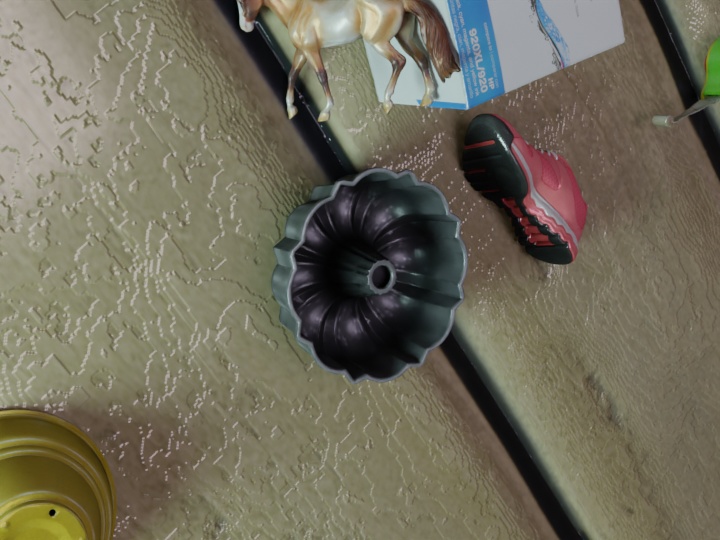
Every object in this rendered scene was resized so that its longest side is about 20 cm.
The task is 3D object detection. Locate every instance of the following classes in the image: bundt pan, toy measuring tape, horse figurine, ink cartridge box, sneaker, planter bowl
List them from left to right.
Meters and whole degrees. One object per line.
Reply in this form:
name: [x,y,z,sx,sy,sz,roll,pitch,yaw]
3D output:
planter bowl: [-0.278,0.221,0.988,0.200,0.083,0.201,-7,103,-32]
horse figurine: [-0.008,-0.200,1.058,0.050,0.199,0.133,-47,132,-62]
bundt pan: [0.000,0.000,1.137,0.201,0.076,0.203,-7,103,-33]
ink cartridge box: [0.118,-0.251,1.127,0.200,0.147,0.145,-26,112,-27]
sneaker: [0.173,-0.098,1.251,0.200,0.074,0.087,52,57,-33]
toy measuring tape: [0.399,-0.223,1.368,0.200,0.074,0.074,-25,112,-28]
